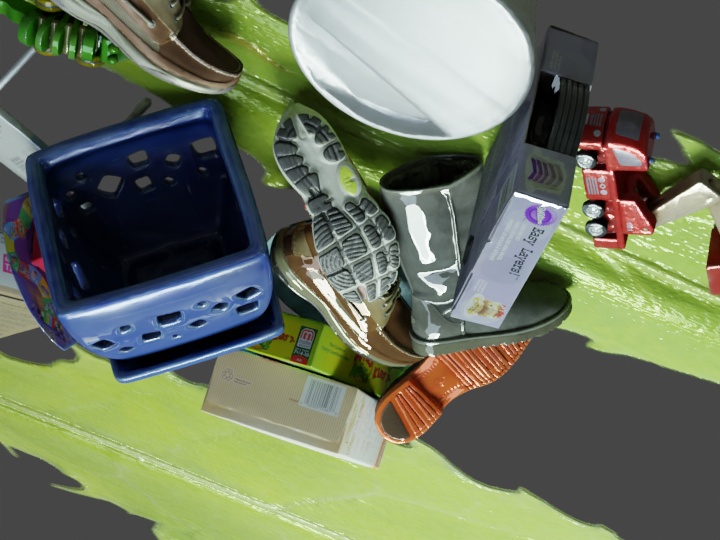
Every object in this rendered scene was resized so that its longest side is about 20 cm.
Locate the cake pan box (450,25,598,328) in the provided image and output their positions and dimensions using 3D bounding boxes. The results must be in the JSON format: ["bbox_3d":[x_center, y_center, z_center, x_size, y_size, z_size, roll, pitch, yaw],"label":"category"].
[{"bbox_3d":[0.137,-0.078,1.349,0.052,0.184,0.200,16,144,-4],"label":"cake pan box"}]

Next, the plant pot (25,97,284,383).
[{"bbox_3d":[-0.184,-0.017,1.526,0.200,0.200,0.180,-18,147,0],"label":"plant pot"}]

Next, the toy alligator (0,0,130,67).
[{"bbox_3d":[-0.236,-0.206,1.444,0.200,0.054,0.059,15,130,0],"label":"toy alligator"}]

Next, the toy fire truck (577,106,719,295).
[{"bbox_3d":[0.270,-0.062,1.427,0.141,0.049,0.200,4,141,19],"label":"toy fire truck"}]

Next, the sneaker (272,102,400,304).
[{"bbox_3d":[-0.019,-0.067,1.495,0.077,0.085,0.200,-21,109,4],"label":"sneaker"}]

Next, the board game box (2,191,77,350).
[{"bbox_3d":[-0.287,-0.014,1.627,0.039,0.200,0.158,-19,97,18],"label":"board game box"}]

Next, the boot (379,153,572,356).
[{"bbox_3d":[0.113,-0.023,1.533,0.182,0.073,0.200,-15,119,-13],"label":"boot"}]

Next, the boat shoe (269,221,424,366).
[{"bbox_3d":[0.001,0.022,1.573,0.074,0.076,0.200,-25,127,40],"label":"boat shoe"}]

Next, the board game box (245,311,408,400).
[{"bbox_3d":[-0.029,0.091,1.682,0.102,0.048,0.200,14,172,35],"label":"board game box"}]

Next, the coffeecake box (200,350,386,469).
[{"bbox_3d":[-0.061,0.148,1.701,0.153,0.073,0.200,16,172,15],"label":"coffeecake box"}]

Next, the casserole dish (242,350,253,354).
[{"bbox_3d":[-0.139,0.033,1.721,0.121,0.039,0.200,19,153,23],"label":"casserole dish"}]

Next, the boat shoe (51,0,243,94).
[{"bbox_3d":[-0.182,-0.225,1.387,0.200,0.076,0.072,32,117,-18],"label":"boat shoe"}]

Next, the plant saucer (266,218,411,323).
[{"bbox_3d":[0.000,0.000,1.639,0.201,0.039,0.201,12,144,8],"label":"plant saucer"}]

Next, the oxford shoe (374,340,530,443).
[{"bbox_3d":[0.092,0.094,1.654,0.200,0.073,0.071,-37,101,3],"label":"oxford shoe"}]

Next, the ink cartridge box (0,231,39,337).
[{"bbox_3d":[-0.430,0.011,1.755,0.165,0.075,0.200,-16,157,37],"label":"ink cartridge box"}]

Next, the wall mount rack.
[{"bbox_3d":[-0.307,-0.151,1.550,0.174,0.075,0.200,-18,131,45],"label":"wall mount rack"}]

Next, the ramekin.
[{"bbox_3d":[0.049,-0.205,1.295,0.202,0.094,0.202,11,144,8],"label":"ramekin"}]
